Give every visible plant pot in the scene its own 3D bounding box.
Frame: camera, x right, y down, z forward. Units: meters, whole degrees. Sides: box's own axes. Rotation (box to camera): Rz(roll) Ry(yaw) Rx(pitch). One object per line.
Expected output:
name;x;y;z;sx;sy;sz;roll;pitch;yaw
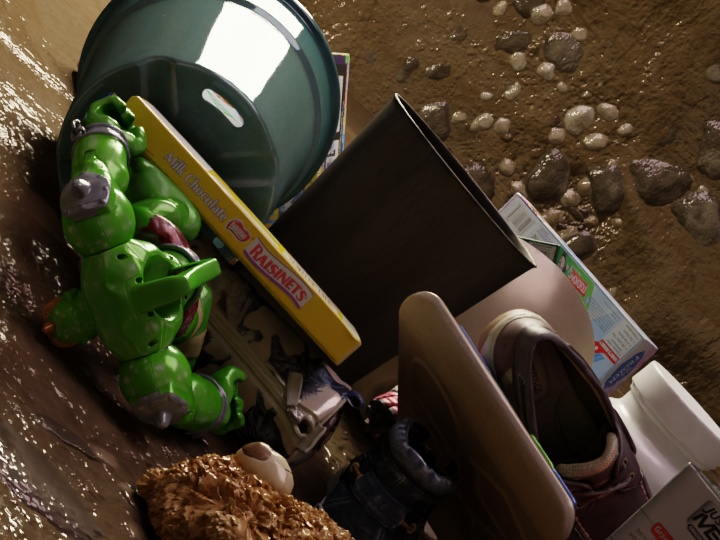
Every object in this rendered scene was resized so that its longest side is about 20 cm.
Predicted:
plant pot;-0.120;-0.098;1.315;0.200;0.200;0.196;45;16;-11
plant pot;0.068;0.079;1.489;0.200;0.200;0.135;45;46;-10

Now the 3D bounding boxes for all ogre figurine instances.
ogre figurine;-0.122;0.006;1.060;0.120;0.097;0.201;-49;139;-77

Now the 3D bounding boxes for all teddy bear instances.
teddy bear;-0.026;0.151;0.992;0.200;0.067;0.145;44;6;-20

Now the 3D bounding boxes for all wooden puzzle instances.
wooden puzzle;0.082;0.128;1.215;0.186;0.046;0.200;57;-20;27

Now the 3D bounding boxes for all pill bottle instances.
pill bottle;0.191;0.174;1.494;0.116;0.200;0.116;45;8;-9

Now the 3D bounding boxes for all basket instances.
basket;0.000;0.000;1.336;0.180;0.200;0.136;42;12;-48

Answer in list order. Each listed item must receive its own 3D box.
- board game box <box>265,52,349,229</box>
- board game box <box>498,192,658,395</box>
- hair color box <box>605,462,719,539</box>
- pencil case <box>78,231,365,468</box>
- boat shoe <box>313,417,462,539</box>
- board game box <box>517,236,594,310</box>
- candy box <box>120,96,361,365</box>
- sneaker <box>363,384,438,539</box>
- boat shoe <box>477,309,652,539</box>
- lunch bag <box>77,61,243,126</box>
board game box;-0.051;-0.083;1.570;0.056;0.201;0.165;4;5;7
board game box;0.135;0.067;1.721;0.200;0.199;0.041;52;10;32
hair color box;0.162;0.223;1.128;0.061;0.200;0.102;36;14;-49
pencil case;-0.090;0.035;1.168;0.200;0.078;0.089;47;-19;1
boat shoe;0.026;0.140;1.214;0.071;0.091;0.200;47;8;3
board game box;0.085;-0.012;1.573;0.199;0.029;0.135;13;-8;21
candy box;-0.075;-0.025;1.163;0.200;0.026;0.102;48;-2;-3
sneaker;0.087;0.160;1.353;0.201;0.074;0.081;57;-30;13
boat shoe;0.140;0.118;1.202;0.201;0.072;0.065;63;-8;-13
lunch bag;-0.164;-0.128;1.585;0.160;0.076;0.200;40;10;-28
